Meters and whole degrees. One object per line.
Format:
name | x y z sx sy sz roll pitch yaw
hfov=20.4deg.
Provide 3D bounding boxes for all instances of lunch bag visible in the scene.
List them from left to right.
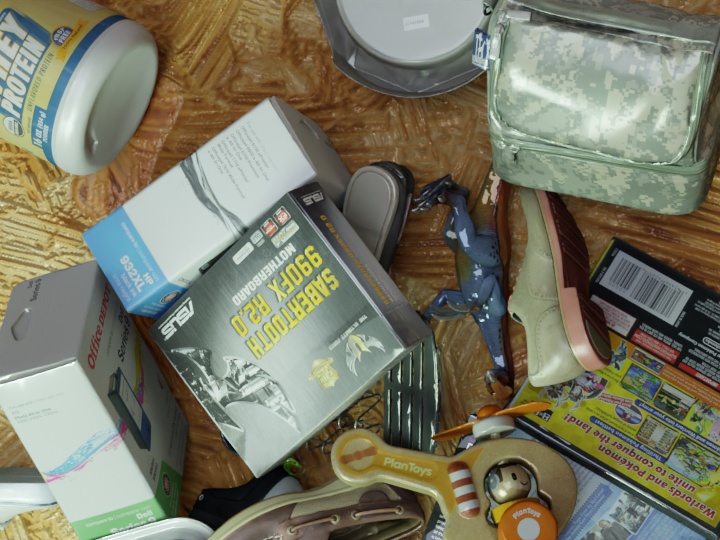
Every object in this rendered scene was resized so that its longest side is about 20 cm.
lunch bag | 0.196 -0.152 1.604 0.199 0.168 0.140 13 58 14

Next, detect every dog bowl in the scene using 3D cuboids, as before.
dog bowl | 0.052 -0.244 1.720 0.199 0.059 0.201 -1 87 14

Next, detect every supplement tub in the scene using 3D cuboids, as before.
supplement tub | -0.294 -0.185 1.756 0.200 0.145 0.145 26 93 14

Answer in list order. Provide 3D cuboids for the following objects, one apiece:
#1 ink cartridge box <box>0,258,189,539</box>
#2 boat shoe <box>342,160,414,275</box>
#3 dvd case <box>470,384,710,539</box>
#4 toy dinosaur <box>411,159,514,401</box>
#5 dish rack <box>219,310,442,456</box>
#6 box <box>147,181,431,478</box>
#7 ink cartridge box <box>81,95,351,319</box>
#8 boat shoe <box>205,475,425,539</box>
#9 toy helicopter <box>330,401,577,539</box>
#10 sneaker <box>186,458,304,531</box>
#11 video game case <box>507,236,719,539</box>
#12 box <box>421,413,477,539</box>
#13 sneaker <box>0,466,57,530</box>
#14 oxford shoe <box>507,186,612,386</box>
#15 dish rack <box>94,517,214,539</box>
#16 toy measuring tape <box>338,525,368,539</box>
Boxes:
ink cartridge box | -0.223 0.115 1.677 0.087 0.146 0.200 -18 122 13
boat shoe | 0.000 0.000 1.718 0.067 0.057 0.201 29 111 23
dvd case | 0.184 0.187 1.644 0.200 0.018 0.143 39 82 16
toy dinosaur | 0.108 0.009 1.682 0.200 0.105 0.182 -35 100 -3
dish rack | -0.025 0.092 1.683 0.199 0.055 0.154 10 111 31
box | -0.061 0.050 1.633 0.200 0.048 0.159 -42 80 33
ink cartridge box | -0.113 -0.046 1.701 0.200 0.145 0.084 -35 75 10
boat shoe | -0.042 0.224 1.625 0.199 0.072 0.072 -20 49 -14
toy helicopter | 0.076 0.158 1.608 0.199 0.079 0.133 13 73 5
sneaker | -0.126 0.234 1.745 0.200 0.072 0.083 -33 56 9
video game case | 0.248 0.095 1.644 0.200 0.026 0.181 30 76 13
box | 0.124 0.238 1.689 0.143 0.036 0.201 22 93 13
sneaker | -0.349 0.219 1.793 0.199 0.073 0.071 -8 94 22
oxford shoe | 0.148 0.004 1.648 0.075 0.070 0.200 -27 47 22
dish rack | -0.174 0.308 1.695 0.171 0.044 0.200 -17 123 11
toy measuring tape | 0.015 0.262 1.670 0.074 0.074 0.200 -42 48 8
